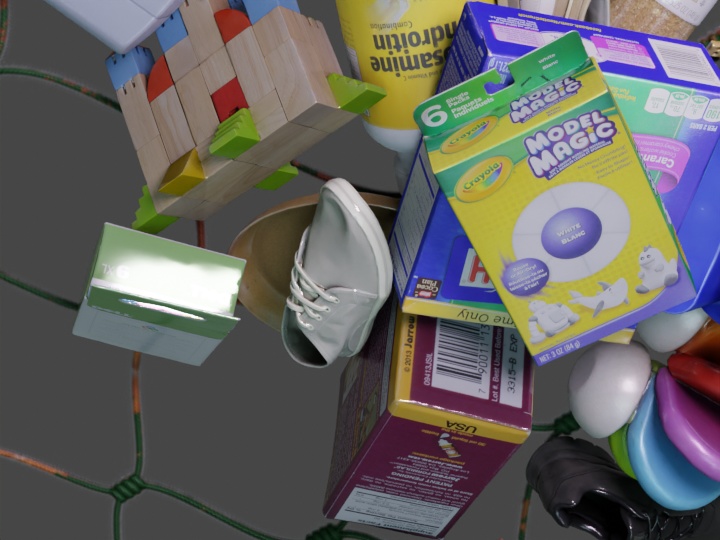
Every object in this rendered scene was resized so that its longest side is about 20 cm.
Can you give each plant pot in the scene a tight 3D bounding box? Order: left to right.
[{"bbox_3d":[0.000,0.000,1.142,0.199,0.028,0.200,6,146,4],"label":"plant pot"}]

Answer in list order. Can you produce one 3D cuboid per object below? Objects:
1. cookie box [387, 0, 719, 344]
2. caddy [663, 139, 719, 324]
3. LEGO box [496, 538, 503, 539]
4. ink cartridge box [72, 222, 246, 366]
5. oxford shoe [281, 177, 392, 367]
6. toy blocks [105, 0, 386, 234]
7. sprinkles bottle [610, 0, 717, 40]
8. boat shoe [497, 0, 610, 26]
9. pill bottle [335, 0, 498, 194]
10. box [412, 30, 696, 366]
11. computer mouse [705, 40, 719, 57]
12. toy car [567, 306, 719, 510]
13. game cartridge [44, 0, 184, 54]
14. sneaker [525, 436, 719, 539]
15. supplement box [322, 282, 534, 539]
[{"bbox_3d":[0.125,-0.059,1.007,0.170,0.075,0.201,8,125,-14],"label":"cookie box"},{"bbox_3d":[0.282,-0.038,1.054,0.141,0.105,0.201,32,121,27],"label":"caddy"},{"bbox_3d":[0.088,0.352,1.340,0.148,0.077,0.201,-18,116,6],"label":"LEGO box"},{"bbox_3d":[-0.144,0.015,1.096,0.103,0.200,0.060,15,75,-10],"label":"ink cartridge box"},{"bbox_3d":[-0.022,0.010,1.067,0.058,0.075,0.200,-27,156,-22],"label":"oxford shoe"},{"bbox_3d":[-0.094,-0.132,1.061,0.200,0.137,0.100,-31,159,28],"label":"toy blocks"},{"bbox_3d":[0.237,-0.228,1.054,0.068,0.068,0.200,28,113,-16],"label":"sprinkles bottle"},{"bbox_3d":[0.142,-0.126,1.046,0.068,0.075,0.201,8,129,30],"label":"boat shoe"},{"bbox_3d":[0.047,-0.152,1.060,0.111,0.112,0.201,-12,117,4],"label":"pill bottle"},{"bbox_3d":[0.121,-0.042,0.943,0.117,0.048,0.200,-25,123,10],"label":"box"},{"bbox_3d":[0.236,-0.102,1.130,0.199,0.046,0.141,5,117,-5],"label":"computer mouse"},{"bbox_3d":[0.271,0.099,1.177,0.175,0.150,0.200,28,113,-16],"label":"toy car"},{"bbox_3d":[-0.149,-0.252,1.022,0.133,0.040,0.200,34,112,-2],"label":"game cartridge"},{"bbox_3d":[0.235,0.200,1.262,0.199,0.091,0.076,9,115,-9],"label":"sneaker"},{"bbox_3d":[0.050,0.097,1.134,0.103,0.131,0.200,13,146,-10],"label":"supplement box"}]
